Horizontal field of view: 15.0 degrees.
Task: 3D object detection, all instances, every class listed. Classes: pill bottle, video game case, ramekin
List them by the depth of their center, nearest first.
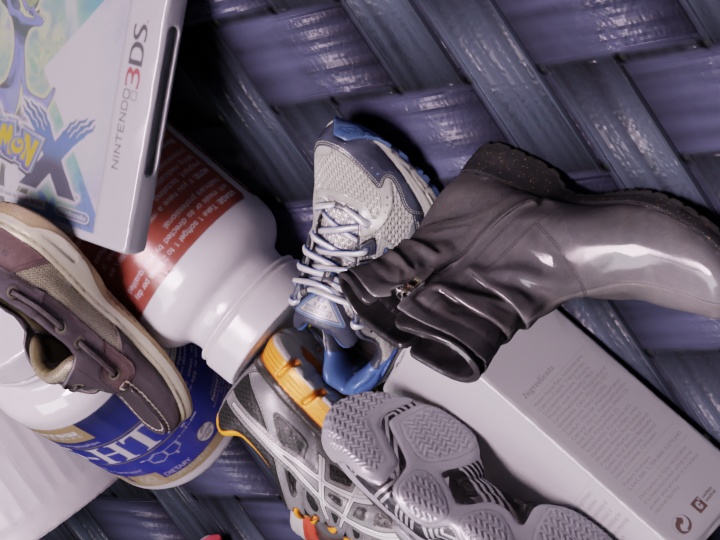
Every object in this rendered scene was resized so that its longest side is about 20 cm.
[{"bbox_3d":[-0.192,-0.122,1.614,0.200,0.022,0.183,19,104,34],"label":"video game case"},{"bbox_3d":[-0.126,-0.025,1.684,0.200,0.112,0.112,41,152,9],"label":"pill bottle"},{"bbox_3d":[-0.176,0.058,1.781,0.120,0.120,0.200,20,170,39],"label":"pill bottle"},{"bbox_3d":[-0.273,0.153,2.042,0.098,0.200,0.200,57,151,-5],"label":"ramekin"}]

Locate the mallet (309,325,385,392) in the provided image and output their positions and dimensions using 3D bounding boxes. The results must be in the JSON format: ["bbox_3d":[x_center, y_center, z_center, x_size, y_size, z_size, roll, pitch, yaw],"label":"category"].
[{"bbox_3d":[0.027,0.089,1.724,0.200,0.041,0.066,41,155,17],"label":"mallet"}]

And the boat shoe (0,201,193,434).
[{"bbox_3d":[-0.173,0.041,1.641,0.072,0.065,0.200,23,157,43],"label":"boat shoe"}]

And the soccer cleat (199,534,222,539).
[{"bbox_3d":[-0.058,0.278,2.061,0.200,0.067,0.077,40,147,15],"label":"soccer cleat"}]

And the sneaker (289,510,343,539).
[{"bbox_3d":[0.000,0.132,1.785,0.082,0.077,0.200,25,160,14],"label":"sneaker"}]

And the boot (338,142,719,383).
[{"bbox_3d":[0.096,0.014,1.420,0.200,0.132,0.070,18,142,40],"label":"boot"}]

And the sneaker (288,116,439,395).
[{"bbox_3d":[0.000,0.000,1.580,0.077,0.085,0.200,26,146,32],"label":"sneaker"}]

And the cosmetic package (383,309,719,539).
[{"bbox_3d":[0.117,0.093,1.566,0.200,0.074,0.102,43,152,7],"label":"cosmetic package"}]

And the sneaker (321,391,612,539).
[{"bbox_3d":[0.053,0.160,1.566,0.200,0.075,0.115,33,138,15],"label":"sneaker"}]

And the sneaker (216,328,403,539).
[{"bbox_3d":[-0.006,0.130,1.666,0.077,0.078,0.200,-39,89,20],"label":"sneaker"}]
